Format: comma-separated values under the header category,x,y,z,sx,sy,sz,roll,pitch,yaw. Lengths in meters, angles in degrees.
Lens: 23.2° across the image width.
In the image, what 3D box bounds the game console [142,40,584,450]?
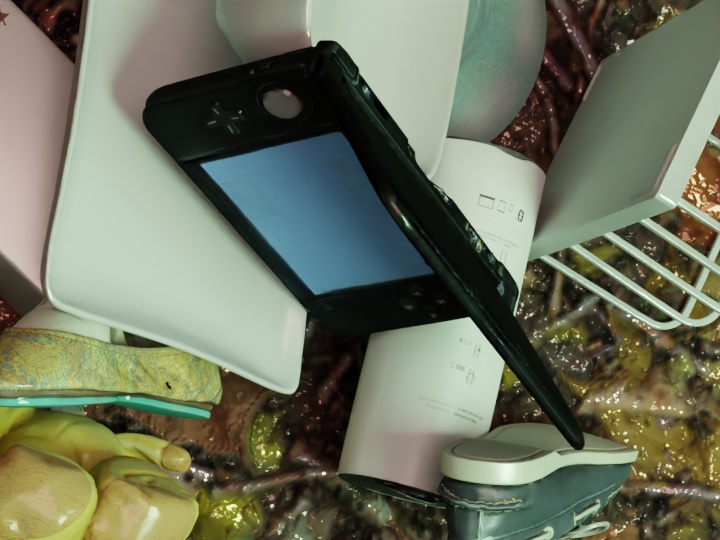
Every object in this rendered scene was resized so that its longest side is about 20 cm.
category,x,y,z,sx,sy,sz,roll,pitch,yaw
game console,0.000,0.000,0.845,0.200,0.174,0.117,51,41,-40

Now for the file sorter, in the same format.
category,x,y,z,sx,sy,sz,roll,pitch,yaw
file sorter,0.197,-0.053,0.985,0.124,0.200,0.140,31,75,-11

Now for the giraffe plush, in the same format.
category,x,y,z,sx,sy,sz,roll,pitch,yaw
giraffe plush,-0.183,0.151,0.882,0.171,0.200,0.164,21,94,-1

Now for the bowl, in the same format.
category,x,y,z,sx,sy,sz,roll,pitch,yaw
bowl,-0.009,-0.160,0.928,0.074,0.200,0.202,1,72,24

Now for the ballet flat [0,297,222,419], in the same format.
category,x,y,z,sx,sy,sz,roll,pitch,yaw
ballet flat,-0.135,0.041,0.901,0.070,0.200,0.072,-3,83,27

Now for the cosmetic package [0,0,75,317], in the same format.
category,x,y,z,sx,sy,sz,roll,pitch,yaw
cosmetic package,-0.206,-0.078,0.946,0.200,0.085,0.108,43,70,-3

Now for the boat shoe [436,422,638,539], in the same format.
category,x,y,z,sx,sy,sz,roll,pitch,yaw
boat shoe,0.099,0.122,0.954,0.074,0.200,0.063,8,93,23

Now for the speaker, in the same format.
category,x,y,z,sx,sy,sz,roll,pitch,yaw
speaker,0.047,0.032,0.992,0.080,0.081,0.202,16,78,-11

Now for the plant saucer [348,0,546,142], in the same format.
category,x,y,z,sx,sy,sz,roll,pitch,yaw
plant saucer,0.023,-0.161,1.040,0.199,0.039,0.203,2,81,-13

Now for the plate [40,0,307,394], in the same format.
category,x,y,z,sx,sy,sz,roll,pitch,yaw
plate,-0.090,-0.054,0.910,0.199,0.032,0.202,26,65,-52
